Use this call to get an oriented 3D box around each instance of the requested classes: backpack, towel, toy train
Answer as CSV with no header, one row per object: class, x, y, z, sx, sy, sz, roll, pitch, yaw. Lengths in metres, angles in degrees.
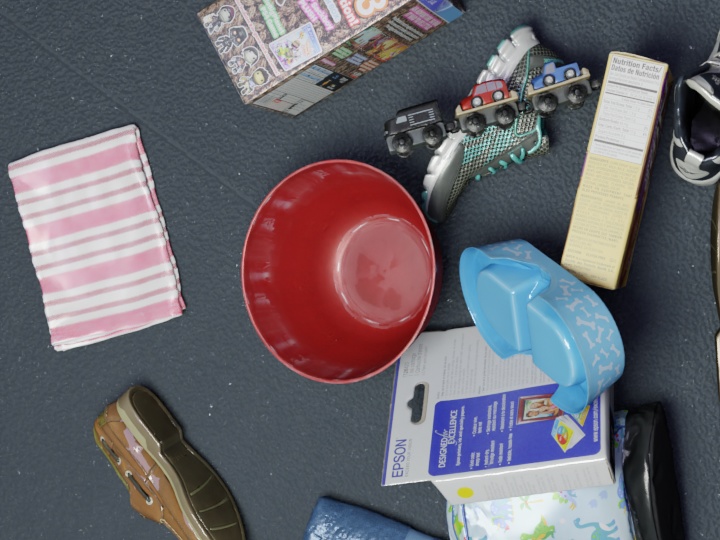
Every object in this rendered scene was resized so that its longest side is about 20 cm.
backpack,0.177,0.212,1.500,0.199,0.154,0.165,-4,97,27
towel,0.032,0.296,1.574,0.199,0.049,0.112,20,95,13
toy train,0.116,-0.148,1.486,0.199,0.034,0.046,-16,81,2
towel,-0.265,-0.033,1.653,0.145,0.030,0.201,-16,87,13

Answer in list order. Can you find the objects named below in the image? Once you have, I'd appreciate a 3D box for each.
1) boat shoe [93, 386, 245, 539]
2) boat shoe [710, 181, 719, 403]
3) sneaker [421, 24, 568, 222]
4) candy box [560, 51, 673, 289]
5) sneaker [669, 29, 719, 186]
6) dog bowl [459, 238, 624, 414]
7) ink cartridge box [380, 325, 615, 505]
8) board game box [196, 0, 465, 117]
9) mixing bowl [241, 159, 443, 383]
boat shoe,-0.186,0.212,1.617,0.068,0.072,0.201,-39,76,23
boat shoe,0.350,0.019,1.483,0.067,0.072,0.202,-3,100,10
sneaker,0.129,-0.122,1.531,0.091,0.078,0.201,33,100,7
candy box,0.230,-0.087,1.483,0.056,0.117,0.202,15,94,13
sneaker,0.329,-0.170,1.449,0.079,0.130,0.200,33,98,11
dog bowl,0.158,0.042,1.444,0.049,0.200,0.112,-24,125,-20
ink cartridge box,0.127,0.122,1.482,0.199,0.198,0.047,-10,128,16
board game box,-0.023,-0.236,1.522,0.199,0.159,0.097,-30,84,12
mixing bowl,0.000,0.000,1.537,0.199,0.108,0.202,0,91,27
